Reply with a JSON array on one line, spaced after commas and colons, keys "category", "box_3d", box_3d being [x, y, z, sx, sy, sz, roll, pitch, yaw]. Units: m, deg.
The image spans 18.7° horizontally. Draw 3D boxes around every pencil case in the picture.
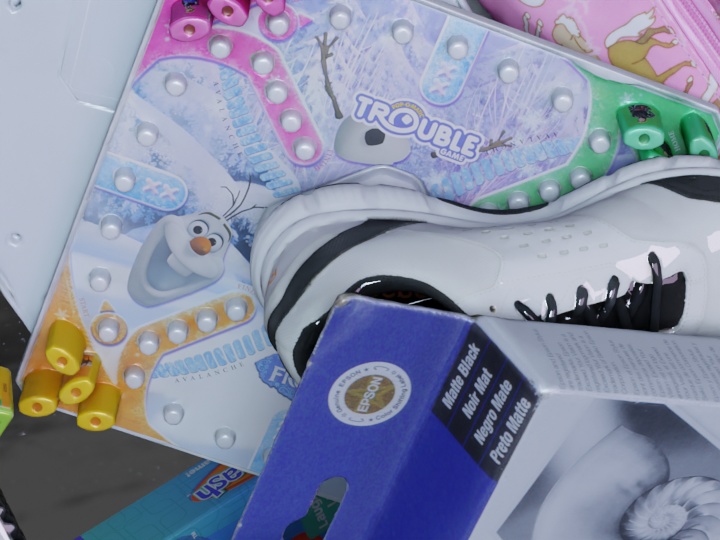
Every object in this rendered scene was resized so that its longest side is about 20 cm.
[{"category": "pencil case", "box_3d": [0.097, -0.091, 0.787, 0.086, 0.083, 0.200, -30, 109, 26]}]

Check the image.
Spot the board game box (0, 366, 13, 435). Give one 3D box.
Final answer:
[{"category": "board game box", "box_3d": [-0.202, 0.092, 0.738, 0.095, 0.030, 0.200, 18, 125, -26]}]

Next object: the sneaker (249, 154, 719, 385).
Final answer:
[{"category": "sneaker", "box_3d": [0.063, 0.012, 0.719, 0.199, 0.080, 0.074, -6, 117, 1]}]

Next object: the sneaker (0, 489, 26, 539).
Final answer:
[{"category": "sneaker", "box_3d": [-0.152, 0.141, 0.802, 0.090, 0.070, 0.201, -27, 110, -10]}]

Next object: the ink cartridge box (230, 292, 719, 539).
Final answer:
[{"category": "ink cartridge box", "box_3d": [0.055, 0.103, 0.724, 0.199, 0.041, 0.200, 6, 126, -24]}]

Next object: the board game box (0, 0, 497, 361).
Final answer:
[{"category": "board game box", "box_3d": [-0.071, -0.085, 0.762, 0.200, 0.026, 0.200, -26, 115, 13]}]

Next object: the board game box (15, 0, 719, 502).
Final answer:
[{"category": "board game box", "box_3d": [0.000, 0.000, 0.770, 0.199, 0.026, 0.200, 19, 117, -10]}]

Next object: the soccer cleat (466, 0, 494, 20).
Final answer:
[{"category": "soccer cleat", "box_3d": [0.084, -0.118, 0.855, 0.069, 0.085, 0.200, 38, 83, -28]}]

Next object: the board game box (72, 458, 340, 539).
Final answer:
[{"category": "board game box", "box_3d": [-0.008, 0.130, 0.884, 0.200, 0.045, 0.152, -32, 115, -17]}]

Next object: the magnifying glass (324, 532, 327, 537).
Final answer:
[{"category": "magnifying glass", "box_3d": [-0.035, 0.168, 0.791, 0.079, 0.022, 0.200, 27, 94, 11]}]
